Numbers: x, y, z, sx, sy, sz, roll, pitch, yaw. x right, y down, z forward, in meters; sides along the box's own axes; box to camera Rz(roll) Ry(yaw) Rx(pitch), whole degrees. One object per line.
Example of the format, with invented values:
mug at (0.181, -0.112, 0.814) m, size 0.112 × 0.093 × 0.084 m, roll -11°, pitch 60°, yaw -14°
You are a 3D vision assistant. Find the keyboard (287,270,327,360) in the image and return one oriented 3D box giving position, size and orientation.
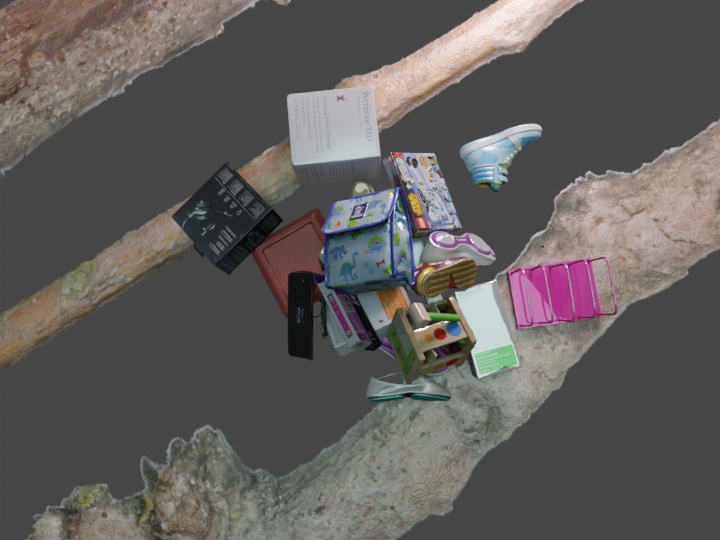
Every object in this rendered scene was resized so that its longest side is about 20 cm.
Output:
keyboard at (-0.118, 0.104, 1.252) m, size 0.126 × 0.020 × 0.203 m, roll 4°, pitch 96°, yaw 37°

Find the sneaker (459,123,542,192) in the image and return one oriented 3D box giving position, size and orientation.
sneaker at (0.347, -0.260, 1.300) m, size 0.197 × 0.079 × 0.132 m, roll -18°, pitch 81°, yaw 10°

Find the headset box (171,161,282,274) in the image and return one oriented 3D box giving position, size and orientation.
headset box at (-0.317, -0.117, 1.289) m, size 0.200 × 0.093 × 0.174 m, roll -46°, pitch 74°, yaw -4°

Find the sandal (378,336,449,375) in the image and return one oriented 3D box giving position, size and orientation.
sandal at (0.116, 0.188, 1.272) m, size 0.200 × 0.050 × 0.084 m, roll 20°, pitch 85°, yaw 6°

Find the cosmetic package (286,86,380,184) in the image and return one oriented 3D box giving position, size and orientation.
cosmetic package at (-0.059, -0.309, 1.276) m, size 0.197 × 0.166 × 0.170 m, roll -6°, pitch 83°, yaw 1°

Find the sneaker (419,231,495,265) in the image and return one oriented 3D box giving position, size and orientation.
sneaker at (0.223, -0.036, 1.272) m, size 0.197 × 0.100 × 0.075 m, roll 8°, pitch 42°, yaw -27°

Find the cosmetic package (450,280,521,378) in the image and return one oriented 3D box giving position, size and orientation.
cosmetic package at (0.284, 0.134, 1.255) m, size 0.106 × 0.085 × 0.203 m, roll -16°, pitch 85°, yaw 2°

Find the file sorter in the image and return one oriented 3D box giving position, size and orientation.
file sorter at (0.454, 0.049, 1.236) m, size 0.197 × 0.125 × 0.141 m, roll -9°, pitch 84°, yaw 1°

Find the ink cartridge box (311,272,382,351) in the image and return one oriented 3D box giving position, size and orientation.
ink cartridge box at (-0.031, 0.082, 1.188) m, size 0.037 × 0.094 × 0.201 m, roll -41°, pitch 61°, yaw 19°

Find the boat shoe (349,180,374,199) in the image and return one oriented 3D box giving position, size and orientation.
boat shoe at (0.008, -0.121, 1.301) m, size 0.072 × 0.069 × 0.203 m, roll -4°, pitch 84°, yaw 2°

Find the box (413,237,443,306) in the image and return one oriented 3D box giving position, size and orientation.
box at (0.151, 0.005, 1.297) m, size 0.041 × 0.039 × 0.203 m, roll -20°, pitch 83°, yaw -2°

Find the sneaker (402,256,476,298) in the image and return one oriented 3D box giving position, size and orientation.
sneaker at (0.173, 0.007, 1.198) m, size 0.089 × 0.198 × 0.076 m, roll 15°, pitch 109°, yaw 45°

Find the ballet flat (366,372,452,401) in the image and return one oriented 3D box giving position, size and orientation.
ballet flat at (0.111, 0.267, 1.261) m, size 0.197 × 0.069 × 0.071 m, roll -2°, pitch 84°, yaw 4°

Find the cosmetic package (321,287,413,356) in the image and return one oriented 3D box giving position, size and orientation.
cosmetic package at (0.021, 0.105, 1.261) m, size 0.198 × 0.071 × 0.102 m, roll -25°, pitch 64°, yaw 0°

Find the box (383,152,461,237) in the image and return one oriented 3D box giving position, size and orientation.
box at (0.143, -0.177, 1.268) m, size 0.135 × 0.040 × 0.203 m, roll -6°, pitch 71°, yaw -34°

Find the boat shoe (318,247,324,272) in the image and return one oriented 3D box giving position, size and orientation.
boat shoe at (0.000, 0.000, 1.252) m, size 0.198 × 0.061 × 0.076 m, roll 22°, pitch 56°, yaw 12°

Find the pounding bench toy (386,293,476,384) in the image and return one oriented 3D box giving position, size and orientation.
pounding bench toy at (0.164, 0.126, 1.165) m, size 0.154 × 0.201 × 0.125 m, roll -14°, pitch 59°, yaw -17°

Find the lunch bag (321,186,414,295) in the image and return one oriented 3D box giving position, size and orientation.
lunch bag at (0.015, -0.064, 1.137) m, size 0.168 × 0.127 × 0.203 m, roll -9°, pitch 73°, yaw 27°

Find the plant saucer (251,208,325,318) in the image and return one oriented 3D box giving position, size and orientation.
plant saucer at (-0.143, -0.021, 1.314) m, size 0.198 × 0.037 × 0.202 m, roll -29°, pitch 83°, yaw -1°
